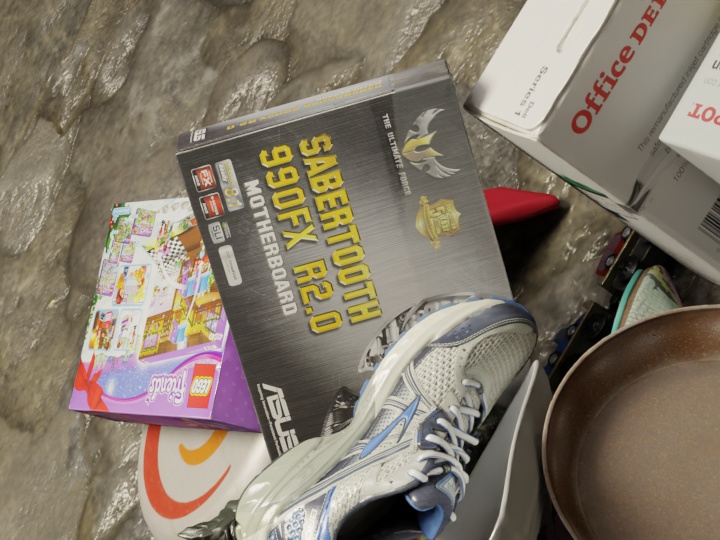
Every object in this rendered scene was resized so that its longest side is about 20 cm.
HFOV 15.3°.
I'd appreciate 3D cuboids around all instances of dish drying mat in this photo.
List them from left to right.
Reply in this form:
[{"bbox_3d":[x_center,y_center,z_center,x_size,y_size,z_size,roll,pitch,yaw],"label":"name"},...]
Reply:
[{"bbox_3d":[0.021,-0.023,1.662,0.077,0.200,0.018,11,111,60],"label":"dish drying mat"}]

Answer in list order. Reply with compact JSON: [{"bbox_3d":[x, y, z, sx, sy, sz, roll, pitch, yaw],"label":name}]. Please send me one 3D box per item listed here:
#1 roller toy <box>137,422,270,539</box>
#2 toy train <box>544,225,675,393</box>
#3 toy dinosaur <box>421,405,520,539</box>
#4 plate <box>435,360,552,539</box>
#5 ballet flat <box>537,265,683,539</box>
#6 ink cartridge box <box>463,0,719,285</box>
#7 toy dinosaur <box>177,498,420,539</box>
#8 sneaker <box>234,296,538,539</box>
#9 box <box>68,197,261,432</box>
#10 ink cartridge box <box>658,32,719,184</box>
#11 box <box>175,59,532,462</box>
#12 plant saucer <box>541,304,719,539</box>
[{"bbox_3d":[-0.036,0.106,1.647,0.200,0.140,0.183,-21,53,54],"label":"roller toy"},{"bbox_3d":[0.162,-0.006,1.585,0.200,0.034,0.046,-60,31,-5],"label":"toy train"},{"bbox_3d":[0.062,0.156,1.525,0.200,0.088,0.047,-59,23,23],"label":"toy dinosaur"},{"bbox_3d":[0.051,0.169,1.393,0.200,0.032,0.200,-62,2,24],"label":"plate"},{"bbox_3d":[0.157,0.082,1.484,0.071,0.069,0.200,8,50,27],"label":"ballet flat"},{"bbox_3d":[0.177,-0.096,1.490,0.146,0.200,0.084,-58,33,-2],"label":"ink cartridge box"},{"bbox_3d":[-0.020,0.185,1.479,0.200,0.102,0.136,-33,31,-16],"label":"toy dinosaur"},{"bbox_3d":[0.031,0.101,1.428,0.200,0.077,0.085,-45,45,-9],"label":"sneaker"},{"bbox_3d":[-0.107,0.025,1.626,0.200,0.039,0.137,-1,75,60],"label":"box"},{"bbox_3d":[0.288,-0.104,1.410,0.145,0.145,0.200,25,84,55],"label":"ink cartridge box"},{"bbox_3d":[0.000,0.000,1.491,0.158,0.200,0.048,-15,16,3],"label":"box"},{"bbox_3d":[0.192,0.104,1.373,0.200,0.032,0.200,-1,50,1],"label":"plant saucer"}]
